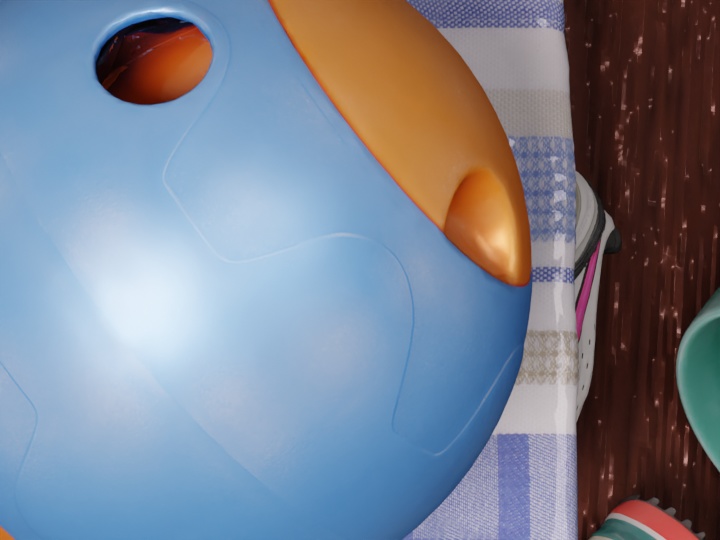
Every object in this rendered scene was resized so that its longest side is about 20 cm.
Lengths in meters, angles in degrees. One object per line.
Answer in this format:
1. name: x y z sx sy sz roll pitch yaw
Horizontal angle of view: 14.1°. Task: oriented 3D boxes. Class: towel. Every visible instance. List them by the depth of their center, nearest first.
1. towel: 0.000 0.000 0.976 0.146 0.024 0.201 -2 77 3

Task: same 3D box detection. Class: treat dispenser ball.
1. treat dispenser ball: -0.048 -0.001 0.864 0.200 0.201 0.202 4 80 -23

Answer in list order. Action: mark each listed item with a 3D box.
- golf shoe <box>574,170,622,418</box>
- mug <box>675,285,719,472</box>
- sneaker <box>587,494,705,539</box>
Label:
1. golf shoe: 0.045 0.056 1.022 0.092 0.072 0.201 27 77 -41
2. mug: 0.206 0.040 1.066 0.152 0.185 0.114 37 64 12
3. sneaker: 0.123 0.163 0.995 0.093 0.200 0.070 -35 138 -17
